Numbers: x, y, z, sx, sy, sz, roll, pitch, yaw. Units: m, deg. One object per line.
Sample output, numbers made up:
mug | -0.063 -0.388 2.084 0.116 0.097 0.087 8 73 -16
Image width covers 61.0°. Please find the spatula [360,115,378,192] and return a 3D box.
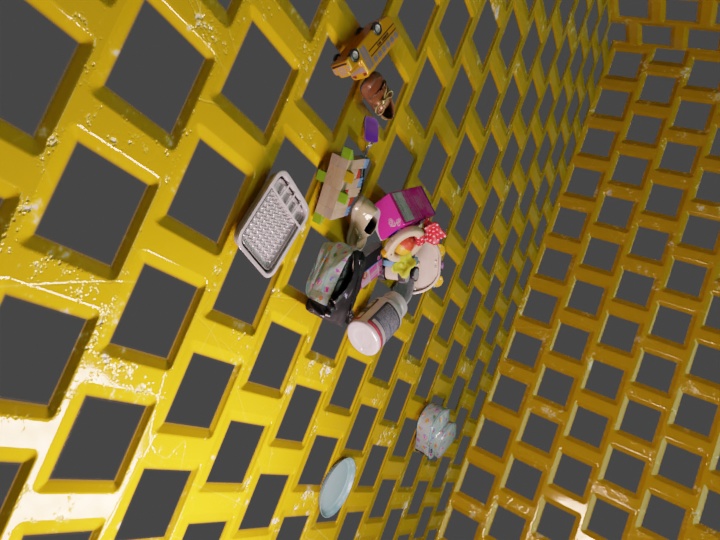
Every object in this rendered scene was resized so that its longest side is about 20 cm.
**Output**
spatula | 0.015 -0.308 1.646 0.056 0.020 0.206 -2 110 -46

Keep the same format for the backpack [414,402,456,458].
backpack | 0.313 0.667 2.564 0.174 0.150 0.206 -33 126 -40

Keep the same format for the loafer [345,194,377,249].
loafer | 0.007 -0.115 1.656 0.076 0.067 0.202 -53 163 -29

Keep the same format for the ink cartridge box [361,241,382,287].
ink cartridge box | 0.000 0.000 1.779 0.199 0.036 0.097 -35 134 -45

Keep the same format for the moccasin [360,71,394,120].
moccasin | 0.049 -0.433 1.538 0.074 0.078 0.202 -46 165 -3

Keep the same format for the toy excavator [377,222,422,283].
toy excavator | 0.141 -0.072 1.932 0.193 0.097 0.207 -11 107 -59

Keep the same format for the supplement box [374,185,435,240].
supplement box | 0.120 -0.170 1.787 0.198 0.100 0.106 -20 80 -53

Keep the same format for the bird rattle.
bird rattle | 0.144 -0.073 1.763 0.199 0.115 0.161 -38 153 28

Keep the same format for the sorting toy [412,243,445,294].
sorting toy | 0.237 -0.024 2.107 0.180 0.103 0.207 -17 111 -81

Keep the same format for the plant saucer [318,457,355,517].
plant saucer | -0.082 0.716 2.031 0.199 0.027 0.206 -37 136 -46

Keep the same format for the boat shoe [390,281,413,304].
boat shoe | 0.114 0.117 2.019 0.203 0.071 0.062 -61 173 -14

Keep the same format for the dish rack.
dish rack | -0.202 -0.106 1.364 0.203 0.043 0.173 -61 150 -19

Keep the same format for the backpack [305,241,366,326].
backpack | -0.064 0.028 1.591 0.167 0.123 0.205 40 70 -71

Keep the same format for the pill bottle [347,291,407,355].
pill bottle | 0.059 0.155 1.875 0.199 0.117 0.123 -41 138 -42

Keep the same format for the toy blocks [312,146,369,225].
toy blocks | -0.042 -0.216 1.542 0.136 0.098 0.205 -24 137 -63

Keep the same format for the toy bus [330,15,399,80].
toy bus | 0.012 -0.527 1.460 0.079 0.064 0.202 52 58 -32
